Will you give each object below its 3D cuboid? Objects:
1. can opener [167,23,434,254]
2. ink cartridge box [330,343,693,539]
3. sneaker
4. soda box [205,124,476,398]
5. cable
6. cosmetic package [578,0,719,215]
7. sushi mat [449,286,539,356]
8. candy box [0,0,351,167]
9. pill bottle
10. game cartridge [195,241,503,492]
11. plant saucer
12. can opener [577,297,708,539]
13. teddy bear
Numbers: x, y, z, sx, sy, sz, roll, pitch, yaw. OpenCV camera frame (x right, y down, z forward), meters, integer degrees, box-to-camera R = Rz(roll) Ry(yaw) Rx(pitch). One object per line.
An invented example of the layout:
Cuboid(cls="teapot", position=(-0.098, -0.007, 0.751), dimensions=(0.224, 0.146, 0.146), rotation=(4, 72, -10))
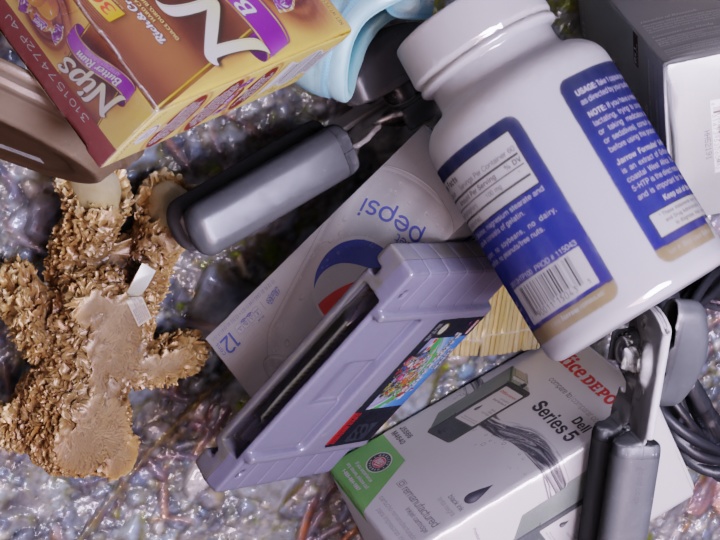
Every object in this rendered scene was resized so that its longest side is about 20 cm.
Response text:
Cuboid(cls="can opener", position=(-0.033, -0.085, 1.234), dimensions=(0.199, 0.053, 0.067), rotation=(-32, 111, -22))
Cuboid(cls="ink cartridge box", position=(0.099, 0.141, 1.361), dimensions=(0.199, 0.145, 0.084), rotation=(-30, 117, -9))
Cuboid(cls="sneaker", position=(0.022, -0.187, 1.173), dimensions=(0.082, 0.074, 0.201), rotation=(37, 106, 6))
Cuboid(cls="soda box", position=(0.000, 0.000, 1.263), dimensions=(0.200, 0.064, 0.068), rotation=(-43, 167, 15))
Cuboid(cls="cable", position=(0.261, 0.072, 1.402), dimensions=(0.051, 0.165, 0.199), rotation=(-25, 153, 34))
Cuboid(cls="cosmetic package", position=(0.199, -0.122, 1.254), dimensions=(0.089, 0.200, 0.108), rotation=(-13, 115, -7))
Cuboid(cls="sushi mat", position=(0.091, -0.036, 1.357), dimensions=(0.095, 0.012, 0.202), rotation=(-1, 112, -22))
Cuboid(cls="candy box", position=(-0.100, -0.138, 1.071), dimensions=(0.056, 0.200, 0.117), rotation=(-39, 87, 35))
Cuboid(cls="pill bottle", position=(0.109, -0.062, 1.155), dimensions=(0.119, 0.120, 0.201), rotation=(-29, 84, -8))
Cuboid(cls="game cartridge", position=(0.000, 0.060, 1.244), dimensions=(0.129, 0.038, 0.200), rotation=(2, 136, -53))
Cuboid(cls="plant saucer", position=(-0.213, -0.092, 1.096), dimensions=(0.199, 0.200, 0.030), rotation=(25, 81, -30))
Cuboid(cls="can opener", position=(0.181, 0.116, 1.272), dimensions=(0.066, 0.053, 0.202), rotation=(0, 108, -19))
Cuboid(cls="teddy bear", position=(-0.162, 0.026, 1.256), dimensions=(0.144, 0.067, 0.202), rotation=(-9, 109, -30))
